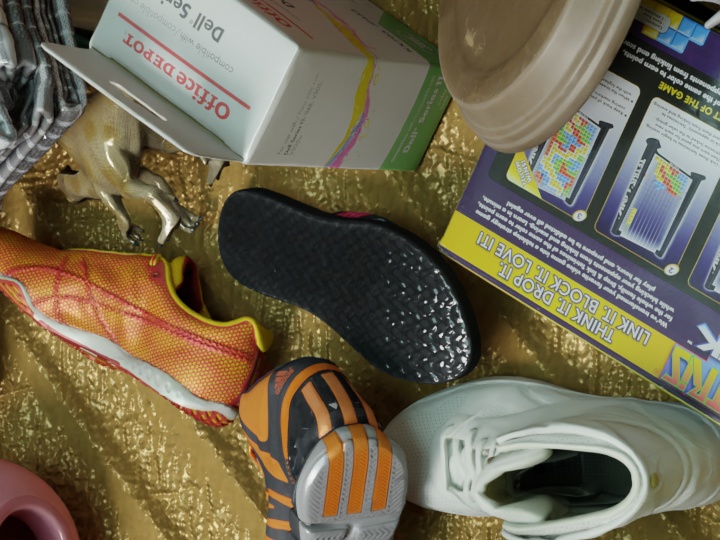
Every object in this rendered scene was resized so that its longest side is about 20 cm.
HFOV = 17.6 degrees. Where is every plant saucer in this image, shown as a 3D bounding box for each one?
[{"bbox_3d":[0.086,-0.155,1.105,0.200,0.029,0.200,-164,90,-70],"label":"plant saucer"}]

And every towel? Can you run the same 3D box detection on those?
[{"bbox_3d":[-0.222,-0.126,1.268,0.166,0.085,0.200,-36,61,45],"label":"towel"}]

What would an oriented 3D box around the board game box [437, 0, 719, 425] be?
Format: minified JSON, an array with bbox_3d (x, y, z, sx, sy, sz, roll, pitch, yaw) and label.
[{"bbox_3d":[0.157,-0.036,1.117,0.200,0.057,0.166,33,110,27],"label":"board game box"}]

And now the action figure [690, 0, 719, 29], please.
[{"bbox_3d":[0.191,-0.178,1.010,0.130,0.200,0.069,-32,106,34],"label":"action figure"}]

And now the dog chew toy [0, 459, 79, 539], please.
[{"bbox_3d":[-0.255,0.178,1.350,0.200,0.124,0.125,-15,83,39],"label":"dog chew toy"}]

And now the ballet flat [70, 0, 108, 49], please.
[{"bbox_3d":[-0.124,-0.138,1.293,0.200,0.069,0.070,28,106,30],"label":"ballet flat"}]

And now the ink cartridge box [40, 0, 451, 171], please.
[{"bbox_3d":[-0.050,-0.108,1.160,0.117,0.200,0.067,36,109,26],"label":"ink cartridge box"}]

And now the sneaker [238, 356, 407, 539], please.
[{"bbox_3d":[-0.024,0.131,1.232,0.112,0.077,0.200,-119,35,-49],"label":"sneaker"}]

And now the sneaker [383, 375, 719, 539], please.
[{"bbox_3d":[0.071,0.092,1.140,0.200,0.116,0.074,-4,91,34],"label":"sneaker"}]

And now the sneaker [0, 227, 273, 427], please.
[{"bbox_3d":[-0.131,0.019,1.305,0.200,0.073,0.077,26,83,25],"label":"sneaker"}]

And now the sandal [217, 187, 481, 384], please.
[{"bbox_3d":[0.000,0.000,1.224,0.200,0.045,0.075,26,115,45],"label":"sandal"}]

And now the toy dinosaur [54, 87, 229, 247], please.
[{"bbox_3d":[-0.127,-0.066,1.248,0.101,0.058,0.200,36,147,6],"label":"toy dinosaur"}]
